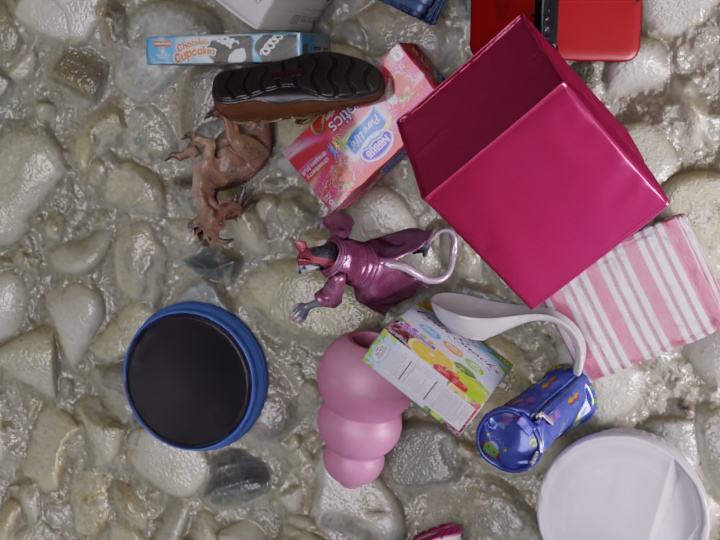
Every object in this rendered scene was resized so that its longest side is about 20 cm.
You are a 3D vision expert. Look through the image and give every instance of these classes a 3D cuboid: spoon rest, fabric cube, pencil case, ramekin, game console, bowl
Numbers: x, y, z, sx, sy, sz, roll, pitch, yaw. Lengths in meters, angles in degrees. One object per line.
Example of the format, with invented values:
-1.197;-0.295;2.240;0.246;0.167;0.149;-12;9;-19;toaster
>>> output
0.180;0.062;1.615;0.199;0.099;0.061;20;106;9;spoon rest
0.185;-0.122;1.493;0.196;0.200;0.199;-40;119;17;fabric cube
0.210;0.169;1.565;0.087;0.200;0.078;-43;79;31;pencil case
0.317;0.281;1.609;0.201;0.094;0.204;2;98;16;ramekin
0.229;-0.348;1.580;0.172;0.118;0.201;10;102;46;game console
-0.221;0.142;1.772;0.200;0.039;0.202;2;99;16;bowl

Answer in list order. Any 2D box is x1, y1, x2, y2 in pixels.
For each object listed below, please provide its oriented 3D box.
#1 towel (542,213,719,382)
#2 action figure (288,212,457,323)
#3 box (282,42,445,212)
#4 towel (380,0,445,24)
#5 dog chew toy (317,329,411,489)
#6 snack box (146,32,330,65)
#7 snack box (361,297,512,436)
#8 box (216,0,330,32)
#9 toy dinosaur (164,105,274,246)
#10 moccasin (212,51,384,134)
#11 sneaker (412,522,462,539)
0.324;0.035;1.606;0.199;0.030;0.147;-25;90;21;towel
0.000;0.000;1.602;0.148;0.200;0.135;0;83;40;action figure
0.016;-0.173;1.626;0.200;0.095;0.100;-41;87;17;box
0.083;-0.401;1.588;0.111;0.048;0.201;33;108;35;towel
0.001;0.178;1.675;0.124;0.125;0.201;13;110;14;dog chew toy
-0.148;-0.271;1.648;0.199;0.116;0.037;1;99;16;snack box
0.094;0.108;1.591;0.142;0.200;0.053;39;107;7;snack box
-0.130;-0.389;1.581;0.200;0.199;0.131;38;107;7;box
-0.158;-0.135;1.695;0.200;0.086;0.136;-44;96;1;toy dinosaur
-0.070;-0.203;1.567;0.200;0.078;0.074;-11;65;7;moccasin
0.048;0.394;1.710;0.199;0.081;0.089;-21;91;19;sneaker
